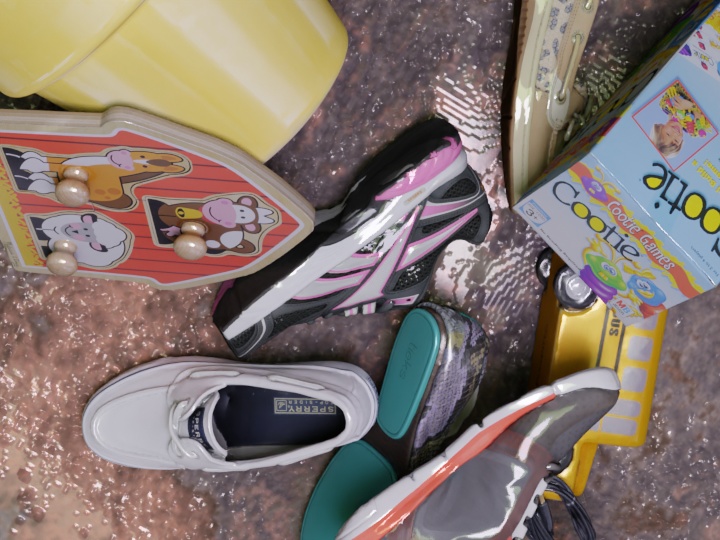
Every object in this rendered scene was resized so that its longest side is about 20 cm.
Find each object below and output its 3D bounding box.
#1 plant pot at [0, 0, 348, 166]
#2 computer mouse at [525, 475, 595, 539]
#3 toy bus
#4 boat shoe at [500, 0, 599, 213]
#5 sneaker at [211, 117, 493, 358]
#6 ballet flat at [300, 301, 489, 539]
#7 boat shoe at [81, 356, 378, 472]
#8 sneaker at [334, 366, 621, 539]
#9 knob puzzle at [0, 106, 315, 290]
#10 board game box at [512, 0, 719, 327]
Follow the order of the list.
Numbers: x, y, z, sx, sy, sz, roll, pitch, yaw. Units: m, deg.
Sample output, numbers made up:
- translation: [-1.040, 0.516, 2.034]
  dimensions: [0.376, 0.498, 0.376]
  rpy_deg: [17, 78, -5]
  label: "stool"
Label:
- translation: [-0.115, -0.156, 0.942]
  dimensions: [0.201, 0.201, 0.189]
  rpy_deg: [-46, 116, 6]
  label: "plant pot"
- translation: [0.131, 0.210, 1.075]
  dimensions: [0.058, 0.034, 0.202]
  rpy_deg: [-3, 122, 10]
  label: "computer mouse"
- translation: [0.150, 0.045, 1.052]
  dimensions: [0.077, 0.065, 0.202]
  rpy_deg: [7, 100, -7]
  label: "toy bus"
- translation: [0.124, -0.133, 1.011]
  dimensions: [0.062, 0.073, 0.202]
  rpy_deg: [7, 100, -2]
  label: "boat shoe"
- translation: [0.000, 0.000, 1.030]
  dimensions: [0.199, 0.080, 0.087]
  rpy_deg: [-35, 112, 9]
  label: "sneaker"
- translation: [0.030, 0.113, 1.055]
  dimensions: [0.071, 0.072, 0.202]
  rpy_deg: [23, 111, -8]
  label: "ballet flat"
- translation: [-0.090, 0.089, 1.024]
  dimensions: [0.198, 0.065, 0.074]
  rpy_deg: [-10, 94, 16]
  label: "boat shoe"
- translation: [0.083, 0.135, 0.985]
  dimensions: [0.199, 0.077, 0.082]
  rpy_deg: [-36, 79, 6]
  label: "sneaker"
- translation: [-0.126, -0.029, 0.961]
  dimensions: [0.217, 0.220, 0.031]
  rpy_deg: [9, 62, -5]
  label: "knob puzzle"
- translation: [0.201, -0.080, 0.965]
  dimensions: [0.105, 0.103, 0.200]
  rpy_deg: [45, 65, -4]
  label: "board game box"
